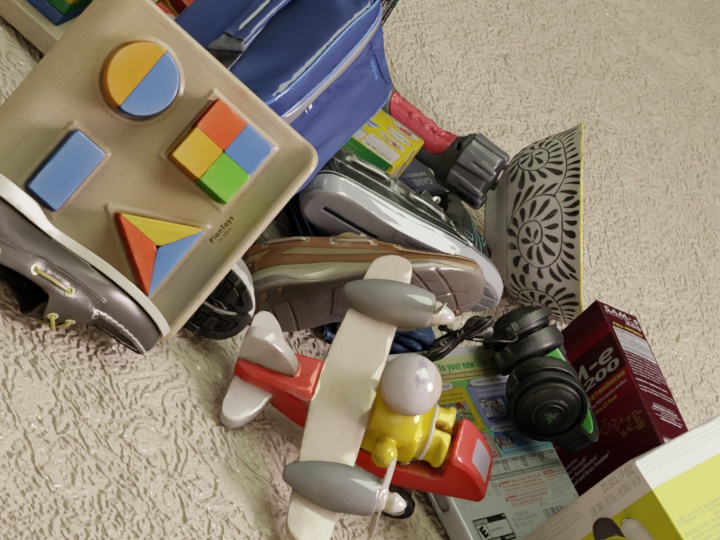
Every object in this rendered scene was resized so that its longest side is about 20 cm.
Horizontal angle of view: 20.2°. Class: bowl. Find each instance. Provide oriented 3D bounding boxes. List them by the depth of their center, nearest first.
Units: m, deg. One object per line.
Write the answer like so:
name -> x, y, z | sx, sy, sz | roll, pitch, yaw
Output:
bowl -> 0.167, -0.041, 1.932 | 0.094, 0.201, 0.201 | 1, 29, 7

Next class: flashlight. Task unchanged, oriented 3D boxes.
flashlight -> 0.049, -0.145, 1.886 | 0.200, 0.068, 0.068 | 36, -13, 11

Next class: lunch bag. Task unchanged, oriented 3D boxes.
lunch bag -> -0.075, -0.162, 1.592 | 0.136, 0.133, 0.200 | 24, 55, 26

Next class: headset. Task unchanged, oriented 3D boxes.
headset -> 0.133, 0.087, 1.695 | 0.200, 0.094, 0.124 | 43, 23, -52

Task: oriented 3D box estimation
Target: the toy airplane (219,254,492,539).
toy airplane -> 0.000, 0.091, 1.466 | 0.199, 0.141, 0.200 | -13, 76, -39

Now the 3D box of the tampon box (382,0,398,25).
tampon box -> -0.045, -0.305, 1.942 | 0.126, 0.150, 0.200 | 41, 23, 16

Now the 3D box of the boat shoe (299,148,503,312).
boat shoe -> 0.041, -0.039, 1.648 | 0.200, 0.072, 0.071 | 34, 49, -25

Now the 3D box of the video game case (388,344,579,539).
video game case -> 0.101, 0.147, 1.654 | 0.200, 0.022, 0.182 | -2, 62, -57

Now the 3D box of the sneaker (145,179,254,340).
sneaker -> -0.156, -0.033, 1.506 | 0.200, 0.074, 0.079 | 48, 13, -8

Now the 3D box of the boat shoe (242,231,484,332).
boat shoe -> 0.000, 0.000, 1.594 | 0.199, 0.076, 0.072 | 1, 44, -15

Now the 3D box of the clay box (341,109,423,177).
clay box -> -0.012, -0.120, 1.767 | 0.115, 0.048, 0.200 | 36, 13, 3

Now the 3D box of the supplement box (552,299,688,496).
supplement box -> 0.223, 0.137, 1.781 | 0.061, 0.109, 0.200 | 24, 33, -38

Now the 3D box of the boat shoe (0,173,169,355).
boat shoe -> -0.215, 0.003, 1.366 | 0.201, 0.061, 0.072 | 41, -20, -30

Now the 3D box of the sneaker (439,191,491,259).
sneaker -> 0.085, -0.007, 1.813 | 0.079, 0.075, 0.200 | 46, 22, -12

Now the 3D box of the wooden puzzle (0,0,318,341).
wooden puzzle -> -0.157, -0.078, 1.437 | 0.200, 0.185, 0.046 | 41, -7, -7

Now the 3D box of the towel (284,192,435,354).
towel -> -0.007, -0.009, 1.712 | 0.112, 0.049, 0.200 | 22, 34, -41

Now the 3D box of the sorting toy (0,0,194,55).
sorting toy -> -0.200, -0.226, 1.679 | 0.200, 0.070, 0.199 | 42, 27, 2

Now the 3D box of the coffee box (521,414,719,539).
coffee box -> 0.278, 0.226, 1.533 | 0.200, 0.200, 0.198 | -22, 75, -32

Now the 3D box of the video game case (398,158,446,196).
video game case -> -0.012, -0.143, 1.930 | 0.200, 0.019, 0.143 | 54, 27, 14
